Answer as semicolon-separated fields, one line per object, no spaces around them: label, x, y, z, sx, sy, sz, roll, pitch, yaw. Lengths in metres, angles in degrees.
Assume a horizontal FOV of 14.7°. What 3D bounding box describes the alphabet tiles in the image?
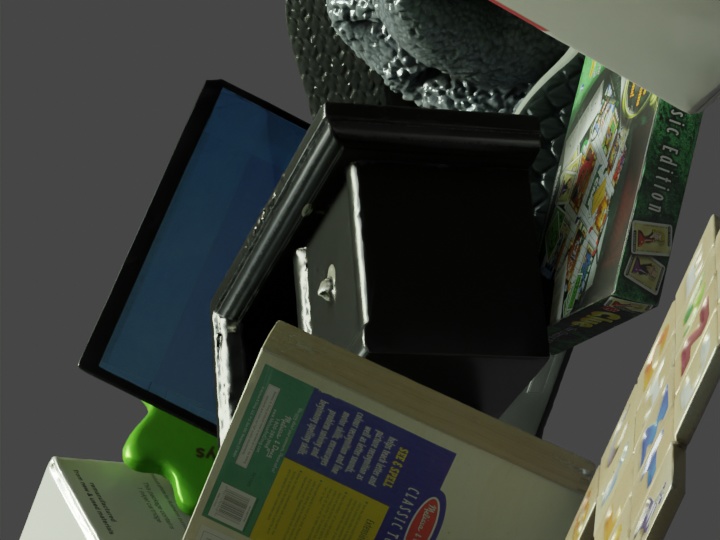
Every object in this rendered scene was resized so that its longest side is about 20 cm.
alphabet tiles;0.088;0.065;0.886;0.167;0.008;0.200;-69;1;-71

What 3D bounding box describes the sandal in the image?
sandal;0.012;-0.067;1.435;0.048;0.075;0.201;-36;-54;-45

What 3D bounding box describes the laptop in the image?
laptop;0.000;0.000;1.315;0.103;0.200;0.177;48;-127;-41

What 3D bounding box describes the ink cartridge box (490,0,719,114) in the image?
ink cartridge box;0.109;-0.182;1.029;0.086;0.147;0.200;-46;19;61

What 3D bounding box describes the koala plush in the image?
koala plush;0.052;-0.164;1.267;0.178;0.184;0.200;-66;-20;-10

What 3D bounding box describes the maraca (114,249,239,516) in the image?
maraca;-0.058;0.042;1.392;0.107;0.137;0.200;102;171;-48

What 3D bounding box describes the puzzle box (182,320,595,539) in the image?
puzzle box;-0.006;0.127;1.066;0.025;0.133;0.200;-60;-5;-59

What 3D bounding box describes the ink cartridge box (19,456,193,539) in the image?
ink cartridge box;-0.075;0.179;1.386;0.084;0.200;0.146;52;127;49

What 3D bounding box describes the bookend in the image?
bookend;0.009;0.067;1.132;0.199;0.092;0.200;125;144;-61

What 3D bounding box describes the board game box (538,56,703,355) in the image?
board game box;0.111;-0.070;1.109;0.105;0.023;0.200;143;145;-70

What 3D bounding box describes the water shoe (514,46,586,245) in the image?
water shoe;0.118;-0.073;1.205;0.200;0.071;0.079;-64;-22;-13
